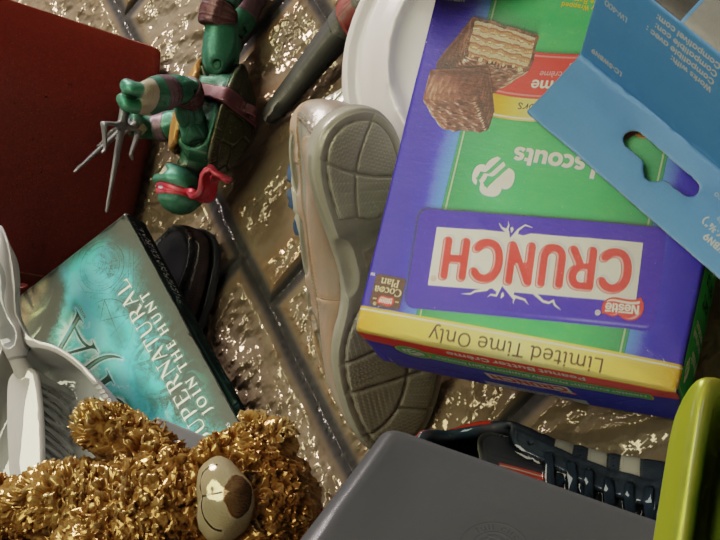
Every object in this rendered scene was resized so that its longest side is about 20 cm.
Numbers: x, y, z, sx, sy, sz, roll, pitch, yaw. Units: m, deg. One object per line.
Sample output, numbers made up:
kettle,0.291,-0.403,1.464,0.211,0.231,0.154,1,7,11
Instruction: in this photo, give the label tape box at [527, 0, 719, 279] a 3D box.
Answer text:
label tape box,0.192,-0.114,0.934,0.200,0.063,0.144,-46,68,-4

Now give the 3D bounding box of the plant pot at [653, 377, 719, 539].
plant pot,0.221,0.143,0.768,0.181,0.198,0.201,-9,65,50

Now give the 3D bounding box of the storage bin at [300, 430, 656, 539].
storage bin,0.055,0.172,0.913,0.199,0.146,0.134,18,46,19

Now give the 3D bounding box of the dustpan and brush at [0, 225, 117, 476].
dustpan and brush,-0.201,0.072,1.201,0.139,0.057,0.201,-15,71,22

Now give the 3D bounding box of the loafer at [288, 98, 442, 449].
loafer,0.000,0.000,1.096,0.063,0.072,0.201,30,133,57

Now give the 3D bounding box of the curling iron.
curling iron,0.002,-0.156,1.240,0.200,0.049,0.026,-44,45,28

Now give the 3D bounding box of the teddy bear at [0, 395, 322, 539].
teddy bear,-0.120,0.128,0.997,0.199,0.067,0.146,3,57,17

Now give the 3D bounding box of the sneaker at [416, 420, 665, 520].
sneaker,0.101,0.116,0.974,0.199,0.084,0.075,4,73,46

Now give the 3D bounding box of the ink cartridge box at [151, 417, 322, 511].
ink cartridge box,-0.084,0.189,1.057,0.084,0.175,0.201,-40,48,23

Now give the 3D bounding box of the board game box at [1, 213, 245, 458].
board game box,-0.149,0.083,1.225,0.135,0.028,0.200,-37,64,11

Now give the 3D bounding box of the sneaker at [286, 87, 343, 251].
sneaker,0.024,-0.086,1.159,0.085,0.077,0.201,14,82,43

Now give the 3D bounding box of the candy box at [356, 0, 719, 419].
candy box,0.103,-0.040,1.010,0.168,0.077,0.201,10,79,18

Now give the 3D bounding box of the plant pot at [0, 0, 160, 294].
plant pot,-0.265,-0.061,1.360,0.199,0.199,0.177,-21,68,38

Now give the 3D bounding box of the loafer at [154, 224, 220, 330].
loafer,-0.159,0.057,1.279,0.072,0.063,0.201,32,95,49

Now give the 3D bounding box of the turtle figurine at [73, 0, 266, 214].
turtle figurine,-0.113,-0.111,1.290,0.150,0.100,0.201,147,143,-72

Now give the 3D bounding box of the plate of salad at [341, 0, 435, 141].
plate of salad,0.088,-0.112,1.099,0.199,0.048,0.201,-4,75,15
